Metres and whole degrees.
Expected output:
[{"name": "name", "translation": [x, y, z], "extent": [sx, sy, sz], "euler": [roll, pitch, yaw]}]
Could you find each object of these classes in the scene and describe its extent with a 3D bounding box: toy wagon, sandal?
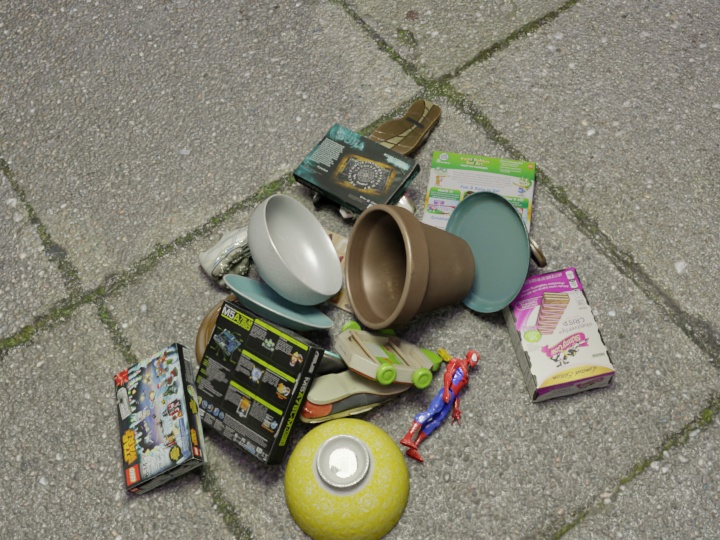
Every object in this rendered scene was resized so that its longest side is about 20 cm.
[{"name": "toy wagon", "translation": [0.059, 0.141, 1.425], "extent": [0.197, 0.040, 0.155], "euler": [11, 19, -29]}, {"name": "sandal", "translation": [0.088, -0.262, 1.702], "extent": [0.080, 0.054, 0.200], "euler": [34, 52, 15]}, {"name": "sandal", "translation": [0.241, -0.063, 1.511], "extent": [0.055, 0.082, 0.200], "euler": [-46, 64, -1]}]

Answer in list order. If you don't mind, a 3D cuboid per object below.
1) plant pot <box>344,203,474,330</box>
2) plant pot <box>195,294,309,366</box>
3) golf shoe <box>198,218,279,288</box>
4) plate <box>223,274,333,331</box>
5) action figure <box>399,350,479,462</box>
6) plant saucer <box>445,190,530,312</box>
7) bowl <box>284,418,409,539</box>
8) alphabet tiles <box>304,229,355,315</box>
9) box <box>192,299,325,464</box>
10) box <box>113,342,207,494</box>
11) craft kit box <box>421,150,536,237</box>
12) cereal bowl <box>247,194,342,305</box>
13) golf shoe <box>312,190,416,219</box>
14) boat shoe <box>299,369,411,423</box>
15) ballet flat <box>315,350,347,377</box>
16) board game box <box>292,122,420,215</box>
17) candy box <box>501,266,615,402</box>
[{"name": "plant pot", "translation": [0.093, -0.002, 1.465], "extent": [0.172, 0.201, 0.203], "euler": [3, 53, -32]}, {"name": "plant pot", "translation": [-0.187, 0.116, 1.501], "extent": [0.196, 0.028, 0.203], "euler": [-2, 59, 3]}, {"name": "golf shoe", "translation": [-0.205, -0.059, 1.583], "extent": [0.199, 0.079, 0.097], "euler": [-36, 46, -26]}, {"name": "plate", "translation": [-0.137, 0.059, 1.441], "extent": [0.198, 0.200, 0.026], "euler": [27, 96, 18]}, {"name": "action figure", "translation": [0.136, 0.209, 1.408], "extent": [0.051, 0.066, 0.201], "euler": [14, 60, 37]}, {"name": "plant saucer", "translation": [0.215, -0.032, 1.479], "extent": [0.027, 0.201, 0.202], "euler": [-4, 52, -38]}, {"name": "bowl", "translation": [-0.024, 0.306, 1.332], "extent": [0.196, 0.108, 0.203], "euler": [-2, 59, 3]}, {"name": "alphabet tiles", "translation": [0.000, 0.000, 1.572], "extent": [0.197, 0.008, 0.169], "euler": [22, 63, 15]}, {"name": "box", "translation": [-0.171, 0.172, 1.379], "extent": [0.198, 0.047, 0.196], "euler": [23, 91, 34]}, {"name": "box", "translation": [-0.321, 0.234, 1.399], "extent": [0.136, 0.040, 0.202], "euler": [-28, 57, 18]}, {"name": "craft kit box", "translation": [0.215, -0.120, 1.612], "extent": [0.196, 0.049, 0.200], "euler": [8, 62, 8]}, {"name": "cereal bowl", "translation": [-0.123, -0.025, 1.496], "extent": [0.083, 0.199, 0.203], "euler": [-31, 56, 24]}, {"name": "golf shoe", "translation": [0.007, -0.122, 1.611], "extent": [0.197, 0.073, 0.093], "euler": [19, 66, 25]}, {"name": "boat shoe", "translation": [-0.007, 0.198, 1.410], "extent": [0.197, 0.063, 0.071], "euler": [-9, 41, -30]}, {"name": "ballet flat", "translation": [-0.118, 0.142, 1.436], "extent": [0.197, 0.068, 0.069], "euler": [21, 74, 16]}, {"name": "board game box", "translation": [-0.008, -0.178, 1.587], "extent": [0.198, 0.028, 0.136], "euler": [30, 70, 29]}, {"name": "candy box", "translation": [0.321, 0.104, 1.460], "extent": [0.134, 0.061, 0.203], "euler": [-12, 60, -4]}]
